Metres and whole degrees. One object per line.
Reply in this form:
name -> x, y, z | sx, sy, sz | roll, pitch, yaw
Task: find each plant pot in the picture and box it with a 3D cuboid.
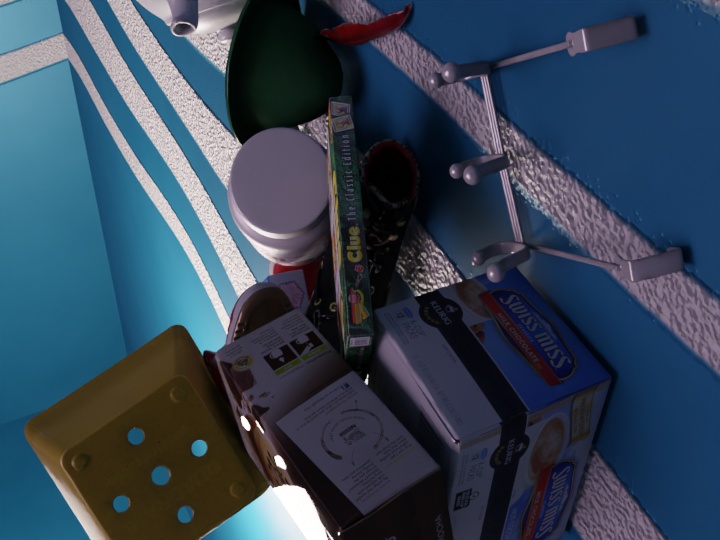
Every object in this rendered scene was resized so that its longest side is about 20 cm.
plant pot -> -0.202, 0.188, 0.931 | 0.202, 0.198, 0.176 | 58, 165, -5

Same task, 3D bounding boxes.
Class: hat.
hat -> -0.020, -0.180, 0.900 | 0.200, 0.173, 0.169 | -38, -41, -67

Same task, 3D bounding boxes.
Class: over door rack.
over door rack -> 0.108, -0.070, 0.614 | 0.199, 0.066, 0.151 | 9, 115, 67

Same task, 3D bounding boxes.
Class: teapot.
teapot -> -0.148, -0.301, 0.938 | 0.196, 0.198, 0.149 | 6, 119, 57

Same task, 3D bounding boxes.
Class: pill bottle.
pill bottle -> -0.071, -0.070, 0.932 | 0.200, 0.111, 0.115 | 94, 156, -84

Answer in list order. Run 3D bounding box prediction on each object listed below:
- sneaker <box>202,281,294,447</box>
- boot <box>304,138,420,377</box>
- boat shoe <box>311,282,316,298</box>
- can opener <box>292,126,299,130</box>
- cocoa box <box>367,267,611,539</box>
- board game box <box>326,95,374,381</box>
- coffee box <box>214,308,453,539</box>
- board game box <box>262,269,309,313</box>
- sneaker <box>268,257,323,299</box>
sneaker -> -0.108, 0.072, 0.900 | 0.113, 0.070, 0.203 | -126, 31, -45
boot -> -0.001, -0.001, 0.846 | 0.155, 0.072, 0.207 | 112, 171, -55
boat shoe -> -0.014, 0.044, 1.024 | 0.201, 0.069, 0.071 | 78, -157, -57
can opener -> -0.082, -0.090, 1.127 | 0.201, 0.052, 0.067 | 106, 175, -53
cocoa box -> 0.087, 0.124, 0.726 | 0.134, 0.129, 0.203 | 55, 153, 41
board game box -> -0.010, -0.022, 0.740 | 0.105, 0.023, 0.204 | 102, 165, -62
coffee box -> -0.021, 0.135, 0.681 | 0.200, 0.079, 0.115 | 42, 152, 47
board game box -> -0.082, 0.120, 1.015 | 0.200, 0.040, 0.204 | 142, 117, -69
sneaker -> -0.057, 0.065, 1.096 | 0.202, 0.077, 0.117 | 78, 179, -50
